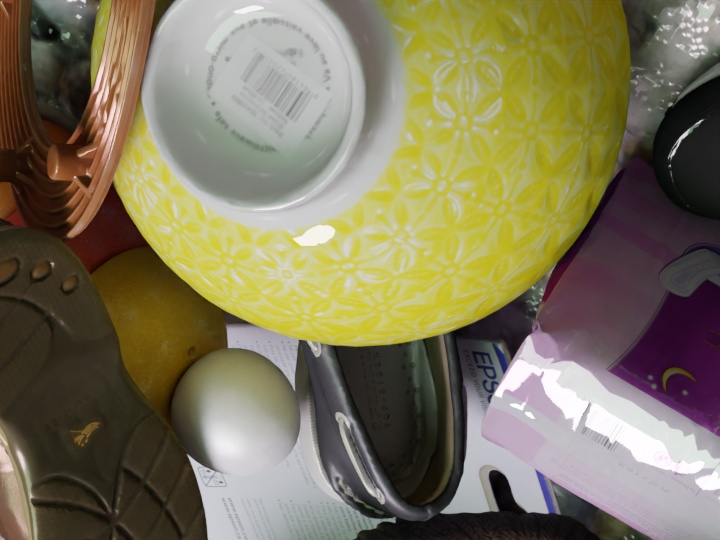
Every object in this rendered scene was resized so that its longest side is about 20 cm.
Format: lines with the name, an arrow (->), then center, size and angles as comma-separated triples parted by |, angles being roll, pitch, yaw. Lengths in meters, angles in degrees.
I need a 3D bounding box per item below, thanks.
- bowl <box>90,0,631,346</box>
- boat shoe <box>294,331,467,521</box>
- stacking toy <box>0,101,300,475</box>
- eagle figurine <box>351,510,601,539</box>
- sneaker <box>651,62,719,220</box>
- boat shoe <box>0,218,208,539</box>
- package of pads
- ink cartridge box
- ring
bowl -> -0.016, -0.064, 0.768 | 0.200, 0.108, 0.200 | 3, 99, 20
boat shoe -> 0.000, 0.000, 0.861 | 0.060, 0.074, 0.200 | 13, 111, 62
stacking toy -> -0.103, 0.030, 0.907 | 0.200, 0.146, 0.146 | 30, 139, 31
eagle figurine -> 0.096, 0.153, 0.860 | 0.152, 0.151, 0.200 | -32, 137, 23
sneaker -> 0.182, -0.030, 0.747 | 0.200, 0.088, 0.076 | 0, 127, 33
boat shoe -> -0.114, 0.064, 0.839 | 0.068, 0.072, 0.200 | 25, 141, 52
package of pads -> 0.153, 0.056, 0.817 | 0.200, 0.121, 0.076 | 30, 137, 5
ink cartridge box -> 0.008, 0.093, 0.998 | 0.200, 0.041, 0.200 | 2, 127, 31
ring -> -0.109, -0.110, 0.804 | 0.019, 0.201, 0.200 | 3, 143, -23
